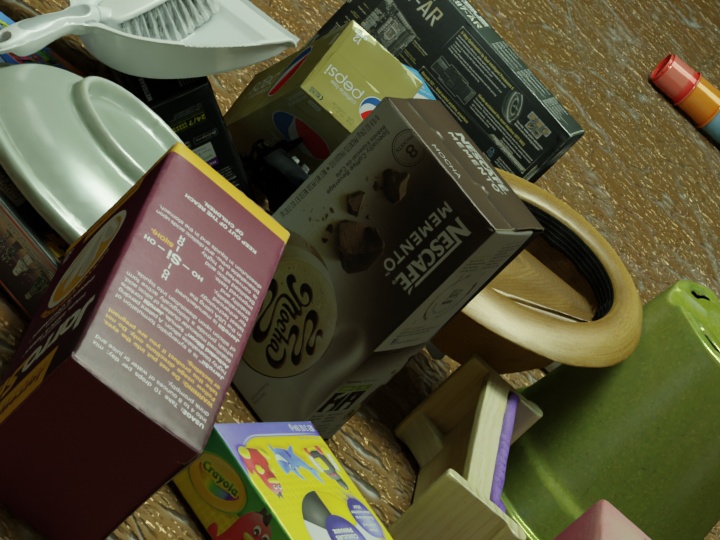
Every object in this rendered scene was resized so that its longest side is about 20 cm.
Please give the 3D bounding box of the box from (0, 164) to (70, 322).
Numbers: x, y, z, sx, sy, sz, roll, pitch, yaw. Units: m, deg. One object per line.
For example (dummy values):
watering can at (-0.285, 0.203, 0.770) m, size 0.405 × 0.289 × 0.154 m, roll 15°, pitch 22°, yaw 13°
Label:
box at (-0.179, -0.020, 1.586) m, size 0.200 × 0.040 × 0.137 m, roll 49°, pitch 20°, yaw 6°

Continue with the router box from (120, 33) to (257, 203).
router box at (-0.131, -0.129, 1.787) m, size 0.150 × 0.051 × 0.201 m, roll 70°, pitch -4°, yaw -49°

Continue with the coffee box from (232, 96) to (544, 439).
coffee box at (0.000, 0.000, 1.672) m, size 0.113 × 0.200 × 0.080 m, roll 52°, pitch 21°, yaw 16°

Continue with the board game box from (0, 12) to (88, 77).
board game box at (-0.249, -0.147, 1.722) m, size 0.200 × 0.019 × 0.103 m, roll 37°, pitch 23°, yaw -25°

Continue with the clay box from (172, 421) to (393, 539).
clay box at (-0.015, 0.176, 1.526) m, size 0.200 × 0.048 × 0.115 m, roll 53°, pitch 21°, yaw 20°

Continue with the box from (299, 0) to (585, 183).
box at (0.048, -0.124, 2.074) m, size 0.200 × 0.160 × 0.044 m, roll 48°, pitch 19°, yaw 8°

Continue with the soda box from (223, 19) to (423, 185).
soda box at (-0.035, -0.110, 1.859) m, size 0.068 × 0.064 × 0.200 m, roll 41°, pitch -20°, yaw -12°

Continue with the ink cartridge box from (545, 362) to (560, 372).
ink cartridge box at (0.187, 0.041, 2.198) m, size 0.160 × 0.047 × 0.200 m, roll 40°, pitch 23°, yaw -17°

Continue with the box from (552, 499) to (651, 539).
box at (0.151, 0.252, 1.623) m, size 0.128 × 0.109 × 0.200 m, roll 42°, pitch 20°, yaw -11°

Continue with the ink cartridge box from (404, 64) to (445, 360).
ink cartridge box at (0.030, -0.048, 1.950) m, size 0.068 × 0.115 × 0.201 m, roll 20°, pitch 31°, yaw -52°

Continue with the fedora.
fedora at (0.094, 0.013, 1.830) m, size 0.200 × 0.082 × 0.201 m, roll 21°, pitch 37°, yaw -17°

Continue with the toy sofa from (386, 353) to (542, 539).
toy sofa at (0.073, 0.144, 1.715) m, size 0.098 × 0.083 × 0.200 m, roll 41°, pitch 20°, yaw -9°

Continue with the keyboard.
keyboard at (-0.034, -0.056, 1.826) m, size 0.104 × 0.040 × 0.200 m, roll 42°, pitch -8°, yaw 4°

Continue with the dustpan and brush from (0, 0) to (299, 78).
dustpan and brush at (-0.150, -0.156, 1.658) m, size 0.199 × 0.057 × 0.139 m, roll -31°, pitch 55°, yaw -32°

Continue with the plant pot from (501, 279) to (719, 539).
plant pot at (0.205, 0.114, 1.891) m, size 0.200 × 0.184 × 0.201 m, roll 40°, pitch 20°, yaw -17°

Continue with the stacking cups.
stacking cups at (0.413, -0.166, 3.067) m, size 0.200 × 0.061 × 0.061 m, roll 38°, pitch 20°, yaw -8°

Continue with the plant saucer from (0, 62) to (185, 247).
plant saucer at (-0.143, -0.061, 1.605) m, size 0.200 × 0.050 × 0.200 m, roll 42°, pitch 17°, yaw -16°

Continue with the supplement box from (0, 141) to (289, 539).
supplement box at (-0.122, 0.040, 1.419) m, size 0.086 × 0.110 × 0.200 m, roll 39°, pitch 35°, yaw -14°
